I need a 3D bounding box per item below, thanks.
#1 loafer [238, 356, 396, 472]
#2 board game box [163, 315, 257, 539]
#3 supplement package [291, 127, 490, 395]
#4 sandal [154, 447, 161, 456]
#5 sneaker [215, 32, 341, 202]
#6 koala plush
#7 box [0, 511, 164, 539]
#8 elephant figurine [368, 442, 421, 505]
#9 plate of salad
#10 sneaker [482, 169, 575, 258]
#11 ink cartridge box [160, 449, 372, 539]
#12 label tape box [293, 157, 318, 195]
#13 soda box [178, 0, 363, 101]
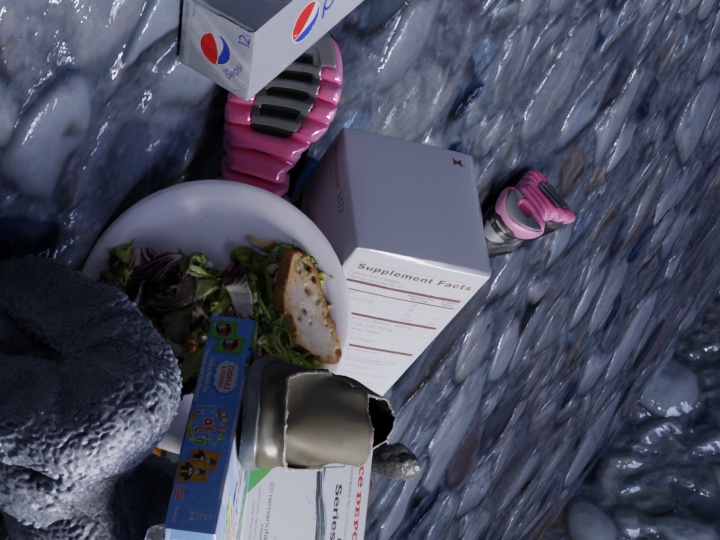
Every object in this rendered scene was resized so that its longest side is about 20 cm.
[{"bbox_3d":[-0.026,0.095,1.278,0.200,0.070,0.075,-4,98,-73],"label":"loafer"},{"bbox_3d":[-0.098,0.151,1.253,0.200,0.037,0.151,-81,177,-52],"label":"board game box"},{"bbox_3d":[0.000,0.000,1.498,0.200,0.117,0.117,-52,-145,46],"label":"supplement package"},{"bbox_3d":[-0.213,0.229,1.559,0.207,0.079,0.059,-57,165,-2],"label":"sandal"},{"bbox_3d":[-0.067,-0.101,1.453,0.095,0.079,0.200,-75,-173,-67],"label":"sneaker"},{"bbox_3d":[-0.187,0.126,1.222,0.177,0.184,0.200,-42,137,-39],"label":"koala plush"},{"bbox_3d":[-0.238,0.217,1.352,0.200,0.086,0.164,-44,-175,-40],"label":"box"},{"bbox_3d":[-0.048,0.189,1.741,0.142,0.200,0.155,-58,162,-5],"label":"elephant figurine"},{"bbox_3d":[-0.104,0.035,1.369,0.200,0.200,0.048,-59,-171,-2],"label":"plate of salad"},{"bbox_3d":[0.178,-0.055,2.208,0.095,0.079,0.200,-43,169,24],"label":"sneaker"},{"bbox_3d":[-0.072,0.166,1.502,0.200,0.083,0.147,11,84,-62],"label":"ink cartridge box"},{"bbox_3d":[-0.033,-0.001,1.707,0.144,0.063,0.200,-58,162,-4],"label":"label tape box"},{"bbox_3d":[-0.043,-0.207,1.356,0.200,0.063,0.068,-46,159,-36],"label":"soda box"}]
